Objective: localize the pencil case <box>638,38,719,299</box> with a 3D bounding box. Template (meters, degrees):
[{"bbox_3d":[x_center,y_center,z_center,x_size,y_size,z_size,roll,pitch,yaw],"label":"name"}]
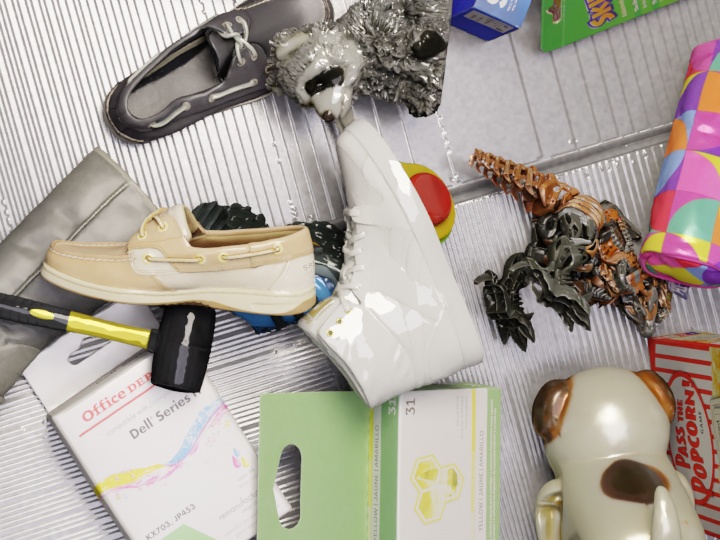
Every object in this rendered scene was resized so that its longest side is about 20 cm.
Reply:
[{"bbox_3d":[0.276,-0.079,1.615,0.088,0.088,0.201,19,74,-11],"label":"pencil case"}]

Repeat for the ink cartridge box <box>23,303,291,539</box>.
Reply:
[{"bbox_3d":[-0.155,0.125,1.550,0.117,0.067,0.201,-34,97,-10],"label":"ink cartridge box"}]

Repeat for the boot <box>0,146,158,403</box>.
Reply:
[{"bbox_3d":[-0.258,-0.017,1.527,0.200,0.073,0.182,-45,106,-4],"label":"boot"}]

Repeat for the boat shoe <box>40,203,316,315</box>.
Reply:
[{"bbox_3d":[-0.129,-0.014,1.482,0.198,0.074,0.070,4,105,0],"label":"boat shoe"}]

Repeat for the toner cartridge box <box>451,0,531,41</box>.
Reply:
[{"bbox_3d":[0.129,-0.280,1.595,0.043,0.095,0.201,23,86,-12],"label":"toner cartridge box"}]

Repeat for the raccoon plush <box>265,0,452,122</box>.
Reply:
[{"bbox_3d":[0.002,-0.189,1.571,0.133,0.201,0.097,7,133,1],"label":"raccoon plush"}]

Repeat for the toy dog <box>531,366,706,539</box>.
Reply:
[{"bbox_3d":[0.190,0.171,1.573,0.138,0.194,0.201,-11,58,2],"label":"toy dog"}]

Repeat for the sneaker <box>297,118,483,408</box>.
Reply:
[{"bbox_3d":[0.000,0.000,1.508,0.115,0.074,0.201,-25,94,-9],"label":"sneaker"}]

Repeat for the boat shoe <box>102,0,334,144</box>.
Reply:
[{"bbox_3d":[-0.101,-0.157,1.562,0.199,0.063,0.073,-30,94,-12],"label":"boat shoe"}]

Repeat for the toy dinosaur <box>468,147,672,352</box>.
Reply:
[{"bbox_3d":[0.156,-0.014,1.616,0.199,0.102,0.136,33,59,3],"label":"toy dinosaur"}]

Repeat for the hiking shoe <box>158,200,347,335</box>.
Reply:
[{"bbox_3d":[-0.051,0.010,1.581,0.199,0.075,0.087,16,117,-19],"label":"hiking shoe"}]

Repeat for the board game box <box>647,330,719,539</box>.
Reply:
[{"bbox_3d":[0.281,0.126,1.576,0.046,0.200,0.153,-8,91,-11],"label":"board game box"}]

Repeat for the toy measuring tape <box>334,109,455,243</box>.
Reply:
[{"bbox_3d":[0.025,-0.080,1.596,0.073,0.074,0.201,-18,78,-11],"label":"toy measuring tape"}]

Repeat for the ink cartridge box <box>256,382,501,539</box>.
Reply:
[{"bbox_3d":[0.017,0.161,1.562,0.199,0.048,0.147,0,91,-38],"label":"ink cartridge box"}]

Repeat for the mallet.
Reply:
[{"bbox_3d":[-0.200,0.029,1.492,0.199,0.041,0.066,20,81,-6],"label":"mallet"}]

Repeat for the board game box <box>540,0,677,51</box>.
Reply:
[{"bbox_3d":[0.225,-0.241,1.616,0.199,0.096,0.030,-25,55,-14],"label":"board game box"}]
